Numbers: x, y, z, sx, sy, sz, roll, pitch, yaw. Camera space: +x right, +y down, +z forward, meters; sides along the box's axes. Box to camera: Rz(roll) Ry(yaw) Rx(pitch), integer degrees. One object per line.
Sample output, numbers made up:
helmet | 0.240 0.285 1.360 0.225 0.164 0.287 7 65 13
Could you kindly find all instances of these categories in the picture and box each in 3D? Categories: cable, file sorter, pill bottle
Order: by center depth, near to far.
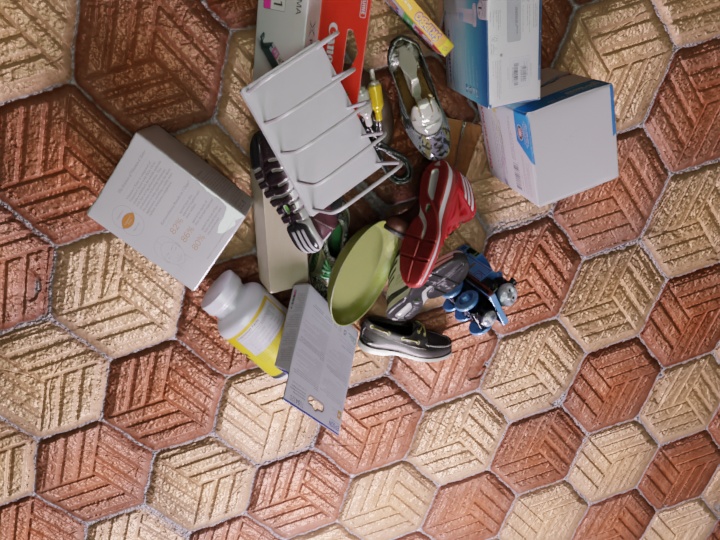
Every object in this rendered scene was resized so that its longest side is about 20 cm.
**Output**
file sorter | -0.048 -0.196 0.810 0.137 0.124 0.204 -35 110 -13
cable | 0.019 -0.213 0.949 0.095 0.051 0.203 -29 117 0
pill bottle | -0.185 0.095 1.055 0.112 0.113 0.200 -41 115 9

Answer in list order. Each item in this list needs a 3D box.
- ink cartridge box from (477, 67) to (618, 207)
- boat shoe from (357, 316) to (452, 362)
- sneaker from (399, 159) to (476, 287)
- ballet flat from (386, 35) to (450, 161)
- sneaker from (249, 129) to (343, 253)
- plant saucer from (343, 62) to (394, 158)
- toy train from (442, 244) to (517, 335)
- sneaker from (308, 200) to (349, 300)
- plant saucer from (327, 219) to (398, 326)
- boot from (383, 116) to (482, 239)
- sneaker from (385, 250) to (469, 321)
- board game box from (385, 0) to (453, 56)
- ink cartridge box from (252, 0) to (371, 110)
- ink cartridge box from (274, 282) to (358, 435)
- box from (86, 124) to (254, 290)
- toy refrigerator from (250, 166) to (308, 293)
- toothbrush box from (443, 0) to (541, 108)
ink cartridge box | 0.297 -0.224 0.957 0.140 0.201 0.151 -20 117 -3
boat shoe | 0.093 0.130 1.149 0.194 0.072 0.062 7 114 -14
sneaker | 0.139 -0.064 0.962 0.113 0.077 0.207 13 96 -40
ballet flat | 0.089 -0.271 0.923 0.070 0.072 0.206 -20 89 0
sneaker | -0.092 -0.140 0.932 0.115 0.074 0.205 -43 118 -39
plant saucer | -0.035 -0.234 0.978 0.193 0.037 0.207 -5 115 -10
toy train | 0.203 0.032 1.061 0.113 0.200 0.088 -38 116 -3
sneaker | -0.053 -0.019 1.042 0.074 0.089 0.207 -2 115 -9
plant saucer | 0.000 0.000 1.037 0.200 0.031 0.204 -43 149 -33
boot | 0.126 -0.155 0.995 0.184 0.068 0.206 -6 120 -38
sneaker | 0.107 -0.006 1.049 0.074 0.119 0.200 19 139 -32
board game box | 0.057 -0.406 0.883 0.030 0.096 0.199 -43 115 12
ink cartridge box | -0.076 -0.333 0.870 0.169 0.043 0.207 20 115 23
ink cartridge box | -0.077 0.160 1.037 0.042 0.206 0.197 -3 149 28
box | -0.292 -0.100 0.930 0.198 0.107 0.153 37 104 -13
toy refrigerator | -0.138 -0.075 1.006 0.074 0.070 0.207 -13 117 -25
toothbrush box | 0.191 -0.341 0.882 0.082 0.201 0.151 -11 116 -7
